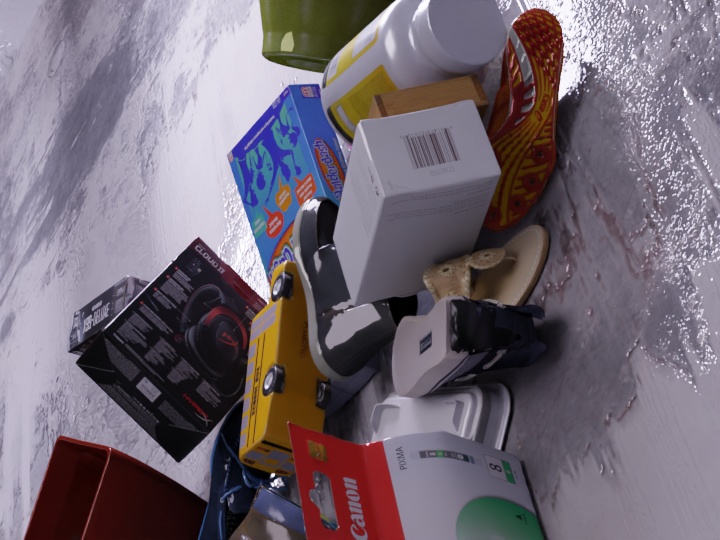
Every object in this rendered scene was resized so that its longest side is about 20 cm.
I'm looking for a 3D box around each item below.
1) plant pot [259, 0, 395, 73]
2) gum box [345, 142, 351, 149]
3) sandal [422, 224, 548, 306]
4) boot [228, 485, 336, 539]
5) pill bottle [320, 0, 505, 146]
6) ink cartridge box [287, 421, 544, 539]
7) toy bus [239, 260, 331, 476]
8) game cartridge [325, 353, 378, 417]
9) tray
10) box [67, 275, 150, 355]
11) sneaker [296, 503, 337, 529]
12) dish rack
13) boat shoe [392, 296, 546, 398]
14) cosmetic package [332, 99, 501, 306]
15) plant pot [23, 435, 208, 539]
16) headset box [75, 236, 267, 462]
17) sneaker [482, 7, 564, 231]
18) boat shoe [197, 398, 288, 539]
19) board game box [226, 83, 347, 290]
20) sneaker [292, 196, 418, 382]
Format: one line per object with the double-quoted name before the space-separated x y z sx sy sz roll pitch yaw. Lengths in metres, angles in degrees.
"plant pot" -0.035 -0.322 1.979 0.200 0.198 0.195 9 90 65
"gum box" 0.059 -0.200 1.801 0.201 0.066 0.114 -62 26 15
"sandal" 0.079 0.027 1.573 0.212 0.069 0.078 -48 31 38
"boot" -0.042 0.262 1.569 0.199 0.075 0.098 16 81 34
"pill bottle" 0.050 -0.189 1.630 0.200 0.111 0.113 -32 43 59
"ink cartridge box" 0.048 0.183 1.354 0.050 0.199 0.162 -54 28 27
"toy bus" -0.072 0.095 1.759 0.078 0.065 0.202 -41 37 48
"game cartridge" -0.042 0.088 1.821 0.200 0.040 0.135 -36 43 50
"tray" 0.048 -0.098 1.614 0.201 0.098 0.037 104 148 -59
"box" -0.206 0.075 1.970 0.157 0.198 0.050 -30 48 54
"sneaker" -0.067 0.302 1.646 0.131 0.079 0.201 -53 29 33
"dish rack" 0.050 0.177 1.548 0.199 0.043 0.173 -11 60 61
"boat shoe" 0.091 0.069 1.510 0.200 0.092 0.076 146 127 -73
"cosmetic package" 0.046 -0.056 1.560 0.200 0.112 0.082 109 146 -61
"plant pot" -0.252 0.305 1.910 0.199 0.175 0.202 -2 70 64
"headset box" -0.170 0.073 1.812 0.075 0.149 0.200 -43 5 45
"sneaker" 0.148 -0.131 1.584 0.077 0.072 0.202 36 -111 -81
"boat shoe" -0.113 0.234 1.821 0.068 0.083 0.202 29 115 52
"board game box" -0.065 -0.073 1.883 0.152 0.045 0.202 -43 61 48
"sneaker" 0.000 0.000 1.712 0.106 0.074 0.202 -32 53 32
